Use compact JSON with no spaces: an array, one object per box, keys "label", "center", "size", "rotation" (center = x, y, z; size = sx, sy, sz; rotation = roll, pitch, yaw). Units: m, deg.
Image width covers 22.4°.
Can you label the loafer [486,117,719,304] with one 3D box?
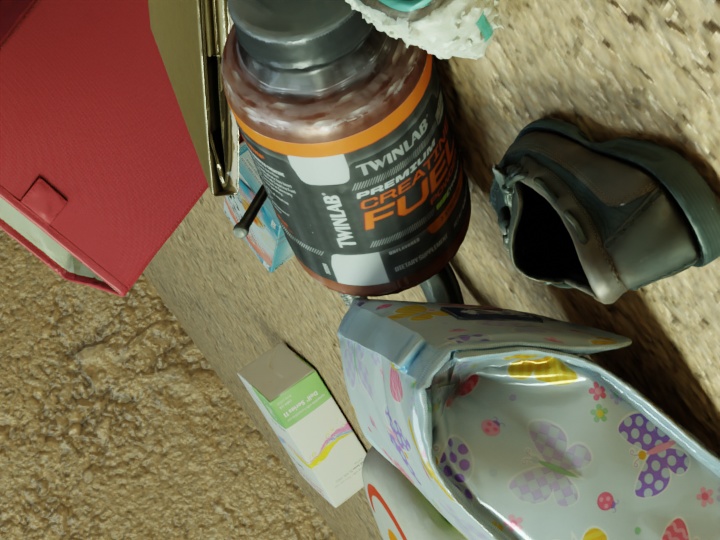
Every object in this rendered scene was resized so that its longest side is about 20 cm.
[{"label":"loafer","center":[0.088,-0.023,0.794],"size":[0.072,0.063,0.200],"rotation":[57,169,-12]}]

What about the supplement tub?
[{"label":"supplement tub","center":[-0.009,-0.079,0.929],"size":[0.107,0.107,0.200],"rotation":[47,168,34]}]

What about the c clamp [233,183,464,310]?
[{"label":"c clamp","center":[0.000,0.000,1.088],"size":[0.200,0.027,0.171],"rotation":[54,-146,-25]}]

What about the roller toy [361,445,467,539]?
[{"label":"roller toy","center":[0.096,0.169,1.157],"size":[0.183,0.139,0.200],"rotation":[66,171,-3]}]

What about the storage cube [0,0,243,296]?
[{"label":"storage cube","center":[-0.201,-0.110,1.280],"size":[0.200,0.180,0.171],"rotation":[41,168,-21]}]

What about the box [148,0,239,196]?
[{"label":"box","center":[-0.100,-0.162,1.028],"size":[0.200,0.021,0.164],"rotation":[-115,20,-51]}]

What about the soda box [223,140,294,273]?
[{"label":"soda box","center":[-0.054,-0.056,1.303],"size":[0.064,0.068,0.200],"rotation":[52,170,5]}]

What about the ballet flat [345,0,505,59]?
[{"label":"ballet flat","center":[-0.007,-0.152,0.816],"size":[0.200,0.072,0.072],"rotation":[47,167,36]}]

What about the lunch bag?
[{"label":"lunch bag","center":[0.087,0.086,0.935],"size":[0.200,0.127,0.170],"rotation":[38,174,-14]}]

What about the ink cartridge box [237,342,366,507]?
[{"label":"ink cartridge box","center":[-0.051,0.191,2.082],"size":[0.200,0.067,0.117],"rotation":[60,168,-25]}]
